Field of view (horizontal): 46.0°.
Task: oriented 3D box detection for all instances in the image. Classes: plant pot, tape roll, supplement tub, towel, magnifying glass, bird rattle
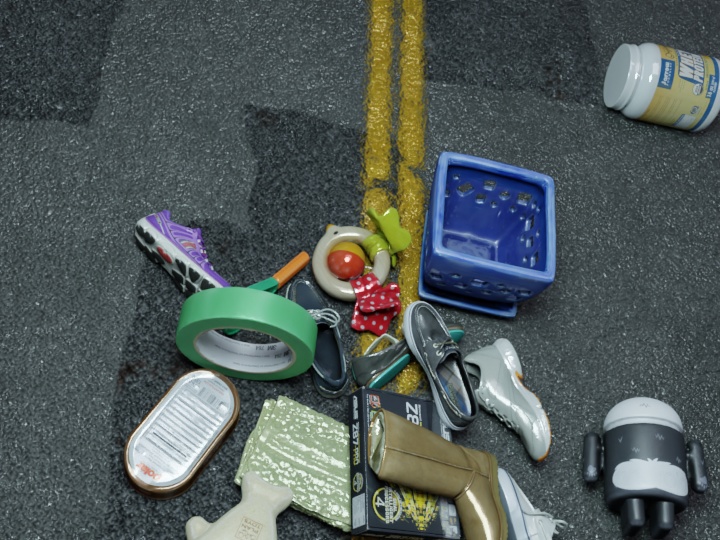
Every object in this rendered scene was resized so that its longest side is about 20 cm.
[{"bbox_3d":[0.193,-0.045,1.374,0.196,0.181,0.203,11,59,-5],"label":"plant pot"},{"bbox_3d":[-0.161,0.094,1.204,0.197,0.201,0.049,10,60,-6],"label":"tape roll"},{"bbox_3d":[0.593,-0.361,1.661,0.196,0.145,0.147,10,59,-7],"label":"supplement tub"},{"bbox_3d":[-0.070,0.276,1.219,0.197,0.037,0.150,22,57,1],"label":"towel"},{"bbox_3d":[-0.148,0.031,1.325,0.022,0.080,0.200,37,50,15],"label":"magnifying glass"},{"bbox_3d":[0.000,0.000,1.377,0.160,0.113,0.203,12,71,8],"label":"bird rattle"}]

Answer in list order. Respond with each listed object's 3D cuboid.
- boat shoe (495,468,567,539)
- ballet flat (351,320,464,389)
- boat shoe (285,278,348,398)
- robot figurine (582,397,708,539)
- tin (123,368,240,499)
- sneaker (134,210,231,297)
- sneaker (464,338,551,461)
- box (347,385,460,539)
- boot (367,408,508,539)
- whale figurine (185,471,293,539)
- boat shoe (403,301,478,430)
[{"bbox_3d":[0.253,0.374,1.213,0.085,0.075,0.204,-14,67,-19],"label":"boat shoe"},{"bbox_3d":[0.070,0.116,1.325,0.198,0.068,0.069,-26,60,-25],"label":"ballet flat"},{"bbox_3d":[-0.067,0.095,1.306,0.074,0.062,0.203,-9,63,-15],"label":"boat shoe"},{"bbox_3d":[0.425,0.292,1.271,0.149,0.124,0.203,24,55,-26],"label":"robot figurine"},{"bbox_3d":[-0.253,0.228,1.206,0.111,0.042,0.201,31,59,11],"label":"tin"},{"bbox_3d":[-0.264,-0.026,1.323,0.200,0.081,0.083,44,55,14],"label":"sneaker"},{"bbox_3d":[0.221,0.207,1.309,0.090,0.076,0.202,-15,58,-12],"label":"sneaker"},{"bbox_3d":[0.060,0.279,1.212,0.159,0.049,0.203,17,56,-30],"label":"box"},{"bbox_3d":[0.101,0.298,1.159,0.198,0.066,0.177,24,41,-25],"label":"boot"},{"bbox_3d":[-0.158,0.370,1.114,0.157,0.104,0.202,22,49,0],"label":"whale figurine"},{"bbox_3d":[0.124,0.135,1.257,0.069,0.066,0.203,-10,74,-25],"label":"boat shoe"}]
